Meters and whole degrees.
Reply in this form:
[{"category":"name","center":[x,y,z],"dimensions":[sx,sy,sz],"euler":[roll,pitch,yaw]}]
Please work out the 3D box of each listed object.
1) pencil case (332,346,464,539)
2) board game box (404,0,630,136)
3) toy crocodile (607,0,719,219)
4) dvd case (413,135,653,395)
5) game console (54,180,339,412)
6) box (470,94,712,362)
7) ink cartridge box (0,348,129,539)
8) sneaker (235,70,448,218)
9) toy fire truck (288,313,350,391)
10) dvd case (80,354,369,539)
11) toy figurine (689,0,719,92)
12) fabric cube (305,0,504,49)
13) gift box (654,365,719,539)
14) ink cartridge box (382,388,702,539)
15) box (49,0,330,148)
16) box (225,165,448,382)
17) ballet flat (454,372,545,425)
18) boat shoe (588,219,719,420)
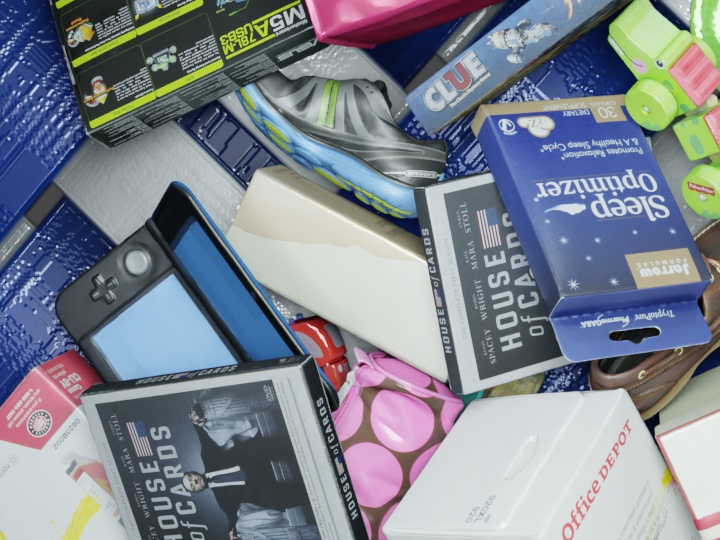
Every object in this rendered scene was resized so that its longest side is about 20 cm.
[{"category":"pencil case","center":[-0.005,0.159,1.167],"dimensions":[0.093,0.091,0.201],"euler":[21,100,-30]},{"category":"board game box","center":[0.136,-0.175,1.074],"dimensions":[0.199,0.135,0.035],"euler":[-35,90,35]},{"category":"toy crocodile","center":[0.246,-0.106,1.092],"dimensions":[0.067,0.062,0.201],"euler":[-39,99,-26]},{"category":"dvd case","center":[0.141,-0.007,1.127],"dimensions":[0.198,0.025,0.152],"euler":[-14,96,-26]},{"category":"game console","center":[-0.127,0.058,1.143],"dimensions":[0.170,0.118,0.201],"euler":[-37,88,10]},{"category":"box","center":[0.165,-0.035,1.071],"dimensions":[0.120,0.033,0.201],"euler":[-6,59,-21]},{"category":"ink cartridge box","center":[-0.218,0.188,1.243],"dimensions":[0.200,0.083,0.145],"euler":[42,102,3]},{"category":"sneaker","center":[-0.019,-0.118,1.186],"dimensions":[0.199,0.071,0.083],"euler":[33,80,8]},{"category":"toy fire truck","center":[-0.115,0.049,1.225],"dimensions":[0.198,0.049,0.143],"euler":[-14,94,12]},{"category":"dvd case","center":[-0.099,0.145,1.113],"dimensions":[0.198,0.025,0.152],"euler":[-10,104,30]},{"category":"toy figurine","center":[0.324,-0.190,1.046],"dimensions":[0.199,0.184,0.151],"euler":[-33,90,12]},{"category":"fabric cube","center":[0.050,-0.283,1.082],"dimensions":[0.198,0.196,0.202],"euler":[-18,94,14]},{"category":"gift box","center":[0.321,0.131,1.083],"dimensions":[0.199,0.187,0.186],"euler":[-30,91,13]},{"category":"ink cartridge box","center":[0.143,0.206,1.092],"dimensions":[0.144,0.147,0.201],"euler":[-9,121,43]},{"category":"box","center":[-0.139,-0.220,1.170],"dimensions":[0.198,0.047,0.195],"euler":[-24,74,12]},{"category":"box","center":[0.000,0.000,1.176],"dimensions":[0.199,0.095,0.078],"euler":[27,100,5]},{"category":"ballet flat","center":[0.080,0.143,1.197],"dimensions":[0.070,0.071,0.201],"euler":[31,103,6]},{"category":"boat shoe","center":[0.238,0.022,1.109],"dimensions":[0.070,0.071,0.200],"euler":[29,71,36]}]
